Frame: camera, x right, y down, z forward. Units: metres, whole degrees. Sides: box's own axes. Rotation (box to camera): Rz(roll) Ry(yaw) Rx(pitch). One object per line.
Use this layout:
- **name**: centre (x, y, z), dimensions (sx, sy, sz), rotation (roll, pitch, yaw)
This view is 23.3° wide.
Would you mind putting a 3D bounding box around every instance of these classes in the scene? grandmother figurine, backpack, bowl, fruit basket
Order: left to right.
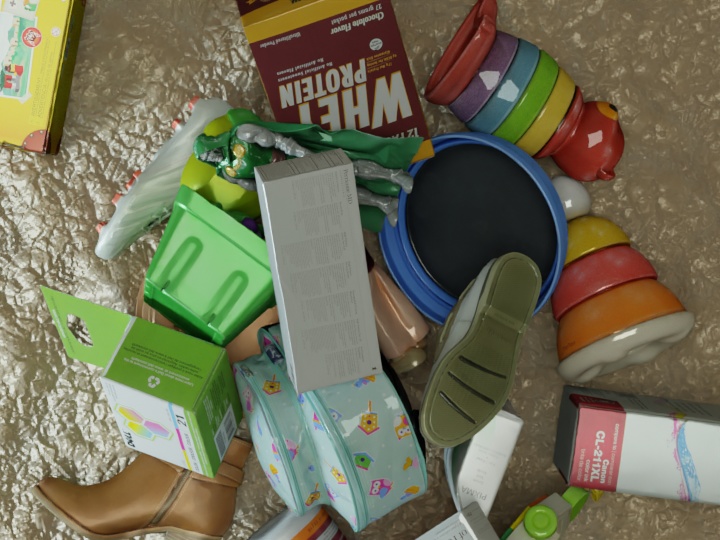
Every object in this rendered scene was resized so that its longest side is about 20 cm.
- **fruit basket**: centre (-0.120, -0.040, 1.650), dimensions (0.155, 0.216, 0.217), rotation (36, 93, -1)
- **backpack**: centre (-0.025, 0.147, 1.657), dimensions (0.152, 0.200, 0.177), rotation (-27, 126, -20)
- **grandmother figurine**: centre (0.000, 0.000, 1.715), dimensions (0.060, 0.121, 0.201), rotation (-30, 106, 3)
- **bowl**: centre (0.111, -0.038, 1.709), dimensions (0.199, 0.039, 0.203), rotation (11, 113, 27)

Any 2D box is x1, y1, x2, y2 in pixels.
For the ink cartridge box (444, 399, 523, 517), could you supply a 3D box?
- **ink cartridge box**: centre (0.097, 0.218, 1.707), dimensions (0.050, 0.161, 0.202), rotation (22, 93, -3)

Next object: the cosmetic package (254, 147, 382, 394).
- **cosmetic package**: centre (-0.036, 0.001, 1.534), dimensions (0.082, 0.051, 0.202), rotation (-11, 112, -9)

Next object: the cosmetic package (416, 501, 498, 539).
- **cosmetic package**: centre (0.044, 0.303, 1.616), dimensions (0.199, 0.051, 0.083), rotation (-36, 82, 20)

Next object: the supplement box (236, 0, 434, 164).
- **supplement box**: centre (-0.033, -0.216, 1.627), dimensions (0.131, 0.201, 0.199), rotation (-18, 129, 1)

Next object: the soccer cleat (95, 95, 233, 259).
- **soccer cleat**: centre (-0.188, -0.083, 1.742), dimensions (0.077, 0.069, 0.201), rotation (38, 90, -5)

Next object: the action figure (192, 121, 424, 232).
- **action figure**: centre (-0.054, -0.089, 1.561), dimensions (0.198, 0.055, 0.119), rotation (12, 128, -14)

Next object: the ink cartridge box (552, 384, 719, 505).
- **ink cartridge box**: centre (0.297, 0.173, 1.711), dimensions (0.197, 0.146, 0.084), rotation (8, 93, 0)

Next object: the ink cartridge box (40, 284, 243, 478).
- **ink cartridge box**: centre (-0.223, 0.108, 1.687), dimensions (0.198, 0.148, 0.076), rotation (18, 62, 14)

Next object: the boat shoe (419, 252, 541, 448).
- **boat shoe**: centre (0.106, 0.079, 1.631), dimensions (0.074, 0.068, 0.201), rotation (35, 68, -13)

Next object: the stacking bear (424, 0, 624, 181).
- **stacking bear**: centre (0.173, -0.161, 1.715), dimensions (0.199, 0.122, 0.114), rotation (32, 114, -9)

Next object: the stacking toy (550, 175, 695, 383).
- **stacking toy**: centre (0.232, -0.003, 1.725), dimensions (0.145, 0.146, 0.202), rotation (-20, 78, 2)

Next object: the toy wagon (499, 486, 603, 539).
- **toy wagon**: centre (0.165, 0.276, 1.715), dimensions (0.039, 0.156, 0.200), rotation (37, 72, 19)

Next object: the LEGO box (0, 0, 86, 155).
- **LEGO box**: centre (-0.358, -0.226, 1.728), dimensions (0.147, 0.077, 0.203), rotation (12, 94, 0)

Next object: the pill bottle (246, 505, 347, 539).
- **pill bottle**: centre (-0.032, 0.336, 1.739), dimensions (0.113, 0.113, 0.201), rotation (-37, 92, 2)

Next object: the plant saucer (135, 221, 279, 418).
- **plant saucer**: centre (-0.130, 0.049, 1.765), dimensions (0.198, 0.032, 0.203), rotation (0, 94, 0)

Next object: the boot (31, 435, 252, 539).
- **boot**: centre (-0.217, 0.205, 1.760), dimensions (0.198, 0.074, 0.156), rotation (24, 89, -5)
